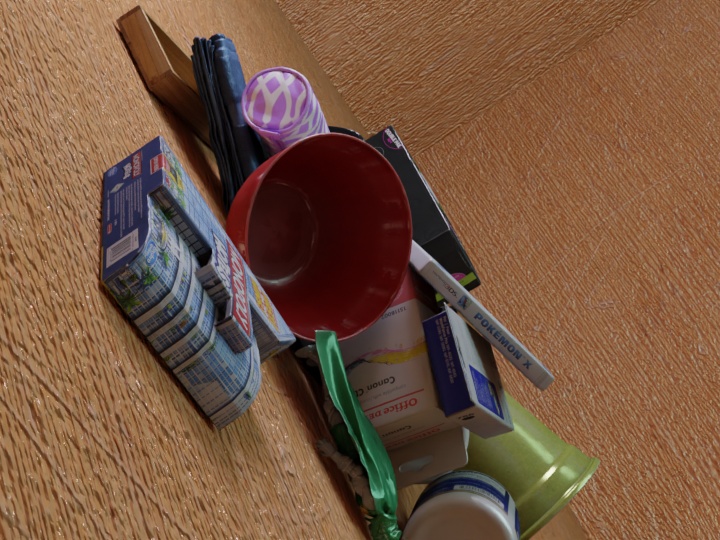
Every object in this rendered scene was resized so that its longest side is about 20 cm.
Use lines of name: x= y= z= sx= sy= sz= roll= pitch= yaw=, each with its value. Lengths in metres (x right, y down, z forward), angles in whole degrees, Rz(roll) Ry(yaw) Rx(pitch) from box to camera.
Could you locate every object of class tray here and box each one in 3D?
tray: x=-0.203 y=-0.211 z=1.645 sx=0.099 sy=0.037 sz=0.200 roll=62 pitch=8 yaw=24

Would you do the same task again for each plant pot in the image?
plant pot: x=0.172 y=0.243 z=1.854 sx=0.184 sy=0.200 sz=0.200 roll=47 pitch=6 yaw=5

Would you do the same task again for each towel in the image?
towel: x=-0.142 y=-0.157 z=1.595 sx=0.112 sy=0.048 sz=0.202 roll=-41 pitch=116 yaw=-85

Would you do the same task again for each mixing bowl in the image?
mixing bowl: x=-0.058 y=-0.034 z=1.425 sx=0.108 sy=0.200 sz=0.201 roll=6 pitch=-42 yaw=52

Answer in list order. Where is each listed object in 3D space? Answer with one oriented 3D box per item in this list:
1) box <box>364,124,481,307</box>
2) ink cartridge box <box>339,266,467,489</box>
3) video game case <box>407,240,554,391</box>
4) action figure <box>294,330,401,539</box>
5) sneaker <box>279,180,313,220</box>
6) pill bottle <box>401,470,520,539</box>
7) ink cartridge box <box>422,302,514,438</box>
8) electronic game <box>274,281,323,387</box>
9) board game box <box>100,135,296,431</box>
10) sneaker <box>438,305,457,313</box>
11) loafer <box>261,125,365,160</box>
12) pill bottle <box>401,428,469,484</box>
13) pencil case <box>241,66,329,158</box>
box: x=0.033 y=-0.046 z=1.789 sx=0.125 sy=0.148 sz=0.201 roll=54 pitch=7 yaw=-48
ink cartridge box: x=0.030 y=0.112 z=1.458 sx=0.067 sy=0.116 sz=0.202 roll=38 pitch=34 yaw=-54
video game case: x=0.110 y=0.035 z=1.519 sx=0.182 sy=0.022 sz=0.200 roll=44 pitch=3 yaw=-15
action figure: x=-0.006 y=0.164 z=1.359 sx=0.118 sy=0.054 sz=0.202 roll=45 pitch=22 yaw=-69
sneaker: x=-0.048 y=-0.073 z=1.579 sx=0.076 sy=0.077 sz=0.200 roll=45 pitch=-3 yaw=11
pill bottle: x=0.105 y=0.265 z=1.462 sx=0.116 sy=0.115 sz=0.200 roll=59 pitch=7 yaw=3
ink cartridge box: x=0.103 y=0.102 z=1.422 sx=0.200 sy=0.039 sz=0.100 roll=42 pitch=32 yaw=-67
electronic game: x=-0.055 y=0.044 z=1.571 sx=0.201 sy=0.041 sz=0.201 roll=57 pitch=15 yaw=-25
board game box: x=-0.119 y=0.023 z=1.122 sx=0.200 sy=0.061 sz=0.200 roll=55 pitch=8 yaw=-27
sneaker: x=0.045 y=0.072 z=1.630 sx=0.200 sy=0.107 sz=0.071 roll=-172 pitch=-96 yaw=-81
loafer: x=-0.084 y=-0.143 z=1.754 sx=0.198 sy=0.073 sz=0.072 roll=17 pitch=-19 yaw=17
pill bottle: x=0.067 y=0.164 z=1.645 sx=0.114 sy=0.113 sz=0.200 roll=58 pitch=7 yaw=-3
pencil case: x=-0.076 y=-0.145 z=1.602 sx=0.200 sy=0.083 sz=0.086 roll=64 pitch=41 yaw=-65
